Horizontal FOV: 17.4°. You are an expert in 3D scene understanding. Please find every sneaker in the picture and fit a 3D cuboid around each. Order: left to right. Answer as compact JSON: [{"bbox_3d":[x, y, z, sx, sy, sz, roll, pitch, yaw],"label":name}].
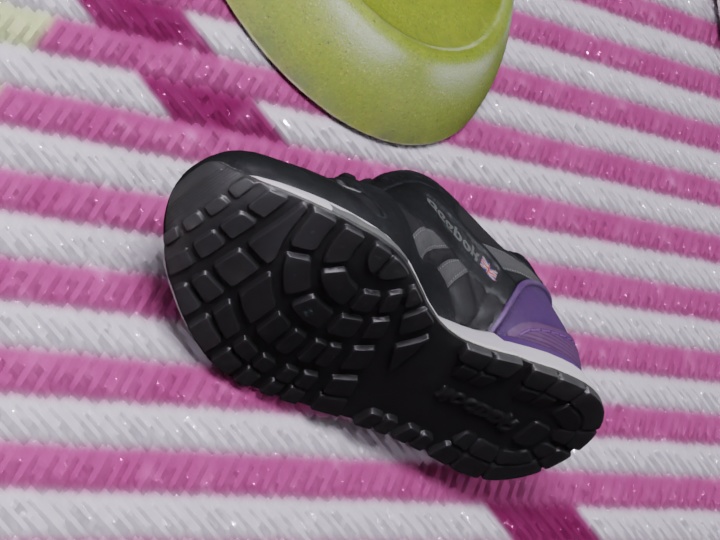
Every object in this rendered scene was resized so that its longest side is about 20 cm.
[{"bbox_3d":[0.000,0.000,0.809,0.200,0.076,0.088,34,31,-43],"label":"sneaker"}]

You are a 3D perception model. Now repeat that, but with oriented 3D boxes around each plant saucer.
[{"bbox_3d":[0.002,-0.147,0.916,0.200,0.031,0.200,30,48,-40],"label":"plant saucer"}]

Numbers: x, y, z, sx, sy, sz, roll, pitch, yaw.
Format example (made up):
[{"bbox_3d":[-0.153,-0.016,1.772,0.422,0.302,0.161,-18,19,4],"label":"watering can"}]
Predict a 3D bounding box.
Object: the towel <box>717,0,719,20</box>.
[{"bbox_3d":[0.220,-0.134,1.210,0.152,0.023,0.200,15,58,-50],"label":"towel"}]
